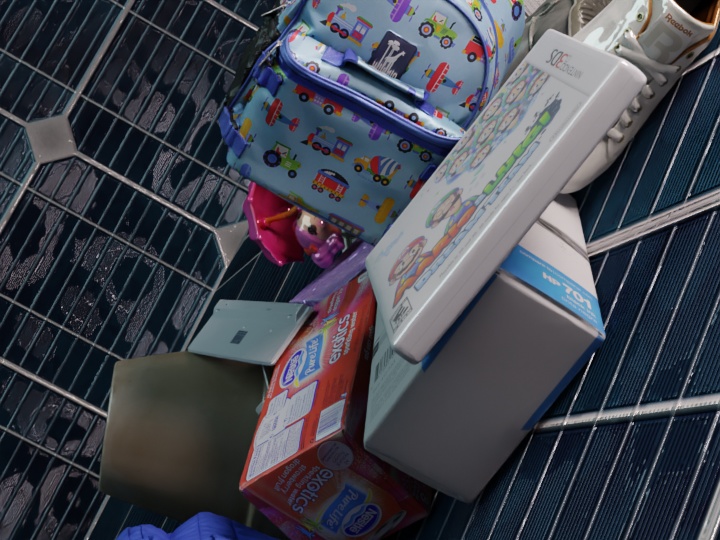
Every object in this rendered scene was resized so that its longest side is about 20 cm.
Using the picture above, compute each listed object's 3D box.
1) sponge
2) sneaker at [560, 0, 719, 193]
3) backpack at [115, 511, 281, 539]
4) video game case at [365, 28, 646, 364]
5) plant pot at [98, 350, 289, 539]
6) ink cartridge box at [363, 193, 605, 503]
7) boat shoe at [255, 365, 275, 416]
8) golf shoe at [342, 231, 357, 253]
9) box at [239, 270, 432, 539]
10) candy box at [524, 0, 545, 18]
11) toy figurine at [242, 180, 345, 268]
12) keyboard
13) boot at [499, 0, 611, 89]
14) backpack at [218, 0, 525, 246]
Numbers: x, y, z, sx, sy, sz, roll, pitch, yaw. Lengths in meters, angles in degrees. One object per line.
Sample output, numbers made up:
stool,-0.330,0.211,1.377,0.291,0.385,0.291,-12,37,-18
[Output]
sponge,0.000,0.000,1.141,0.111,0.030,0.200,-42,8,-11
sneaker,0.174,-0.139,0.836,0.201,0.073,0.085,-59,8,5
backpack,-0.110,0.262,0.902,0.200,0.167,0.164,176,111,-76
video game case,0.077,-0.053,0.778,0.200,0.024,0.182,-52,13,10
plant pot,-0.144,0.149,1.174,0.200,0.172,0.202,-172,90,-80
ink cartridge box,0.076,0.026,0.839,0.147,0.086,0.200,-55,11,25
boat shoe,-0.051,0.122,1.050,0.071,0.069,0.201,-51,42,50
golf shoe,-0.002,-0.062,1.328,0.078,0.094,0.201,-41,-30,-59
box,-0.005,0.101,0.944,0.099,0.096,0.200,-33,23,26
candy box,0.131,-0.214,1.136,0.200,0.057,0.117,-40,11,16
toy figurine,-0.027,-0.078,1.199,0.200,0.150,0.185,45,112,35
keyboard,-0.095,0.050,1.072,0.057,0.011,0.200,-60,22,-14
boot,0.109,-0.134,0.993,0.199,0.073,0.182,-32,19,25
backpack,0.015,-0.143,0.912,0.200,0.182,0.135,-53,12,33
